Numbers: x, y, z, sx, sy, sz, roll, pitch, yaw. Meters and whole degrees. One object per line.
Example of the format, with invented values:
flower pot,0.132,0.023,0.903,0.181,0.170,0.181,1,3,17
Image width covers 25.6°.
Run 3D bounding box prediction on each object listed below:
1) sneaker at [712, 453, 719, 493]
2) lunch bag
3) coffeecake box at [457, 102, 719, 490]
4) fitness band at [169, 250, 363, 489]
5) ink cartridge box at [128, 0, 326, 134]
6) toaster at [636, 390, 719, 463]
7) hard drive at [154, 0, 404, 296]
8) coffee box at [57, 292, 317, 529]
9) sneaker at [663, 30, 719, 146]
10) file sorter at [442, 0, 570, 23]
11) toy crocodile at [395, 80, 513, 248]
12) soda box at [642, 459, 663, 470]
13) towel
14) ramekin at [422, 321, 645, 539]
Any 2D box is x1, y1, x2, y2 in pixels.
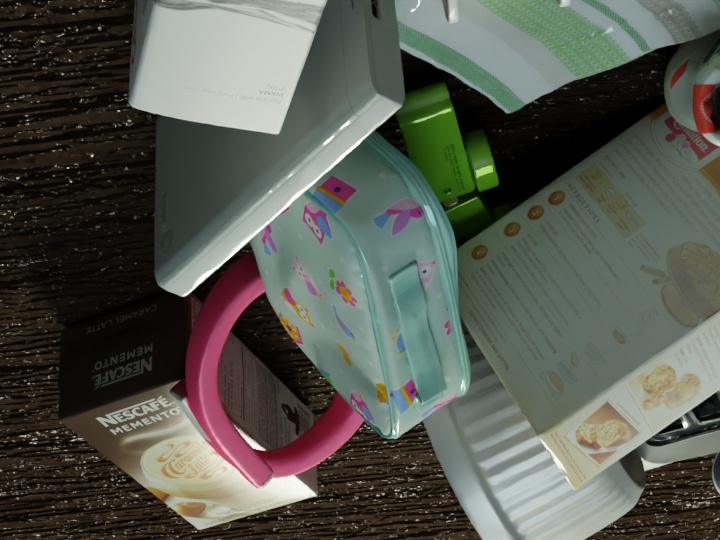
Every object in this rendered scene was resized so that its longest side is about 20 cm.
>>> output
sneaker,0.348,0.108,1.224,0.201,0.078,0.146,-30,149,17
lunch bag,0.000,0.000,0.978,0.077,0.160,0.201,-33,137,-19
coffeecake box,0.166,0.008,0.968,0.199,0.154,0.073,-35,137,3
fitness band,-0.055,0.070,1.115,0.144,0.037,0.201,-46,139,-13
ink cartridge box,-0.053,-0.185,0.749,0.082,0.148,0.201,8,142,-14
toaster,0.245,0.033,1.092,0.179,0.120,0.200,-17,142,19
hard drive,-0.051,-0.090,0.889,0.026,0.133,0.200,22,136,-33
coffee box,-0.127,0.109,1.195,0.113,0.080,0.200,-19,141,19
sneaker,0.206,-0.104,0.870,0.092,0.071,0.199,-18,-170,-20
file sorter,0.115,-0.192,0.635,0.197,0.126,0.139,-8,144,1
toy crocodile,0.060,-0.048,1.024,0.067,0.062,0.201,-21,138,6
soda box,0.181,0.126,1.254,0.198,0.069,0.064,-21,140,22
towel,0.118,-0.145,0.859,0.199,0.031,0.148,-16,156,39
ramekin,0.120,0.100,1.115,0.104,0.202,0.200,-27,139,14
